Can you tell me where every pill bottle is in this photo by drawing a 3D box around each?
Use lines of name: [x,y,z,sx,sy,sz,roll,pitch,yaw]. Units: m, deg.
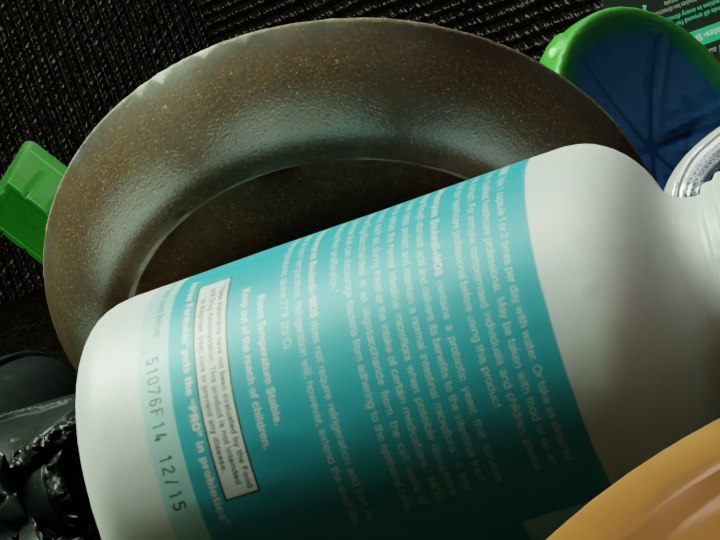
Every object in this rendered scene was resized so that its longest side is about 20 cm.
pill bottle: [0.030,0.033,0.593,0.198,0.112,0.111,-19,5,16]

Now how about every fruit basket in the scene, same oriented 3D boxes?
fruit basket: [-0.463,-0.100,3.323,0.215,0.216,0.156,-26,-20,-51]

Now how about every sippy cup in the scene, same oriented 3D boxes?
sippy cup: [0.104,-0.039,1.035,0.177,0.141,0.130,22,-32,-29]

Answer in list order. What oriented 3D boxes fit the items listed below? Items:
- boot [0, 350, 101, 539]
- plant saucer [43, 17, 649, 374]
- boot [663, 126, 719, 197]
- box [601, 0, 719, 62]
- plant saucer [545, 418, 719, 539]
boot: [-0.143,0.081,0.988,0.161,0.074,0.198,-20,12,34]
plant saucer: [-0.001,0.013,0.670,0.199,0.201,0.032,-18,39,16]
boot: [0.233,-0.057,0.944,0.198,0.073,0.090,-21,-3,-13]
box: [0.223,-0.143,1.187,0.124,0.202,0.148,-18,6,34]
plant saucer: [0.089,0.057,0.317,0.199,0.038,0.200,-22,16,6]
